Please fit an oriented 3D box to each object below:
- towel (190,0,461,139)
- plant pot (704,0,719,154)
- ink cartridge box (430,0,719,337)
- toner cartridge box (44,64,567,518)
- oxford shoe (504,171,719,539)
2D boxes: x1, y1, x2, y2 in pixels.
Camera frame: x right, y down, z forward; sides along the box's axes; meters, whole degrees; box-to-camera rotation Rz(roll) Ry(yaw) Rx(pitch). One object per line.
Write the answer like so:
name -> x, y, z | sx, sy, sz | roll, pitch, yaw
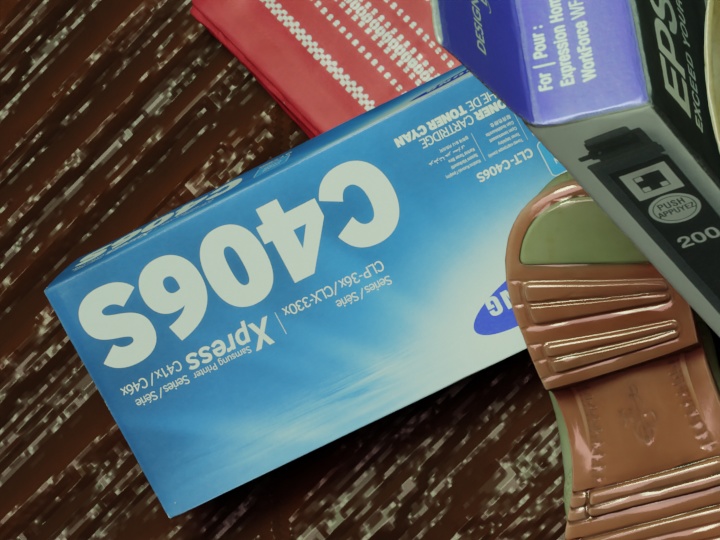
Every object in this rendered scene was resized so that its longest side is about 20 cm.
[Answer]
towel -> 0.046, -0.120, 1.001 | 0.200, 0.022, 0.145 | -45, 65, 4
plant pot -> 0.195, -0.062, 0.753 | 0.200, 0.027, 0.200 | 1, 92, 20
ink cartridge box -> 0.076, -0.097, 0.834 | 0.043, 0.200, 0.198 | -24, 51, 22
toner cartridge box -> 0.000, 0.000, 0.953 | 0.200, 0.043, 0.095 | -27, 99, 13
oxford shoe -> 0.098, 0.061, 0.895 | 0.071, 0.074, 0.200 | -9, 101, 10
